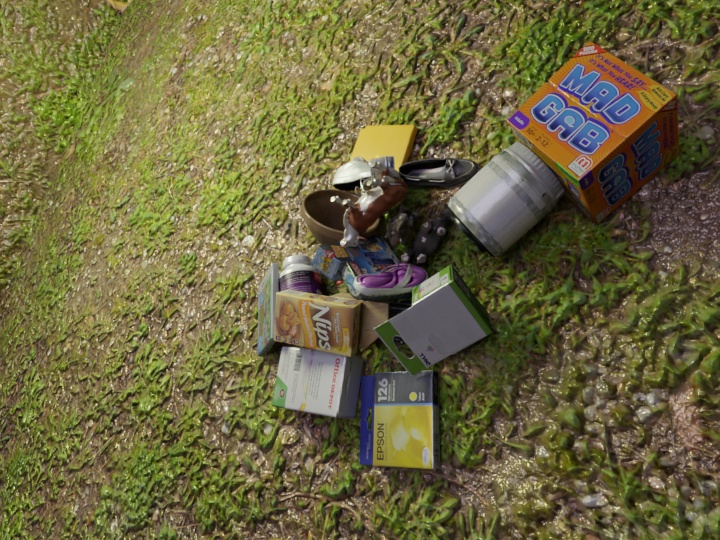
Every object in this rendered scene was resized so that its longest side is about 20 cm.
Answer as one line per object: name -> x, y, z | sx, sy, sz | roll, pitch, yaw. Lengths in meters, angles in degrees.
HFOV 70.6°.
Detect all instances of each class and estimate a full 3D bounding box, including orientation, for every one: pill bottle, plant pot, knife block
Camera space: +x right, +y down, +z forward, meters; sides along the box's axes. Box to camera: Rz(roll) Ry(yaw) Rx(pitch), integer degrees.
pill bottle -> -0.150, 0.066, 1.300 | 0.112, 0.112, 0.202 | -23, 62, 25
plant pot -> -0.056, -0.116, 1.289 | 0.201, 0.200, 0.093 | 49, 138, 35
knife block -> 0.047, 0.087, 1.156 | 0.176, 0.064, 0.200 | -45, 76, 23

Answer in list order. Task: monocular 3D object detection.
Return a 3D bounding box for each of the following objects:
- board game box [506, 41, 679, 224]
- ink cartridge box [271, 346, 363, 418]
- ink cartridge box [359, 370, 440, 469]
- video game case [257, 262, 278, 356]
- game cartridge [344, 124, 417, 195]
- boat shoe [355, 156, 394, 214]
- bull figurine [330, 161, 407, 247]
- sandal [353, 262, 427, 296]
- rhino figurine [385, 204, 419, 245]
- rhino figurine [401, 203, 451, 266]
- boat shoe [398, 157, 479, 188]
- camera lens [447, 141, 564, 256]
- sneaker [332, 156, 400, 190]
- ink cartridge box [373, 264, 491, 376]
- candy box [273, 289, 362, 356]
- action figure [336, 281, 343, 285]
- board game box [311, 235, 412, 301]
board game box -> 0.443, -0.253, 0.968 | 0.200, 0.199, 0.201 | -43, 55, 12
ink cartridge box -> -0.102, 0.265, 1.212 | 0.199, 0.084, 0.146 | -1, 72, 33
ink cartridge box -> 0.075, 0.320, 1.101 | 0.199, 0.047, 0.199 | -10, 68, 28
video game case -> -0.245, 0.107, 1.340 | 0.182, 0.022, 0.202 | 133, 137, -59
game cartridge -> 0.049, -0.291, 1.353 | 0.175, 0.032, 0.202 | 11, 77, 36
boat shoe -> 0.029, -0.195, 1.203 | 0.085, 0.202, 0.075 | -1, 68, -3
bull figurine -> 0.012, -0.141, 1.123 | 0.200, 0.121, 0.065 | -42, 45, 7
sandal -> 0.075, 0.012, 1.080 | 0.082, 0.202, 0.050 | 38, 127, 34
rhino figurine -> 0.092, -0.098, 1.157 | 0.059, 0.200, 0.088 | 28, 100, 1
rhino figurine -> 0.170, -0.089, 1.165 | 0.060, 0.087, 0.201 | 38, 95, 9
boat shoe -> 0.183, -0.237, 1.224 | 0.199, 0.057, 0.067 | -1, 71, 33
camera lens -> 0.293, -0.142, 1.051 | 0.200, 0.160, 0.160 | -44, 55, 13
sneaker -> 0.014, -0.257, 1.296 | 0.199, 0.073, 0.085 | 3, 75, 35
ink cartridge box -> 0.147, 0.107, 1.060 | 0.199, 0.148, 0.076 | -33, 18, 20
candy box -> -0.098, 0.117, 1.159 | 0.198, 0.055, 0.117 | 8, 101, 21
action figure -> -0.038, 0.018, 1.268 | 0.099, 0.065, 0.200 | -46, 52, -11
board game box -> 0.000, 0.000, 1.156 | 0.201, 0.198, 0.062 | 60, 138, 40
